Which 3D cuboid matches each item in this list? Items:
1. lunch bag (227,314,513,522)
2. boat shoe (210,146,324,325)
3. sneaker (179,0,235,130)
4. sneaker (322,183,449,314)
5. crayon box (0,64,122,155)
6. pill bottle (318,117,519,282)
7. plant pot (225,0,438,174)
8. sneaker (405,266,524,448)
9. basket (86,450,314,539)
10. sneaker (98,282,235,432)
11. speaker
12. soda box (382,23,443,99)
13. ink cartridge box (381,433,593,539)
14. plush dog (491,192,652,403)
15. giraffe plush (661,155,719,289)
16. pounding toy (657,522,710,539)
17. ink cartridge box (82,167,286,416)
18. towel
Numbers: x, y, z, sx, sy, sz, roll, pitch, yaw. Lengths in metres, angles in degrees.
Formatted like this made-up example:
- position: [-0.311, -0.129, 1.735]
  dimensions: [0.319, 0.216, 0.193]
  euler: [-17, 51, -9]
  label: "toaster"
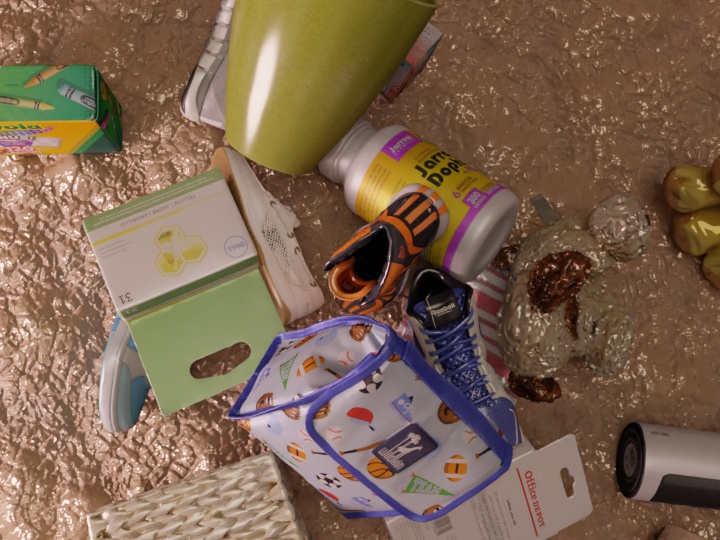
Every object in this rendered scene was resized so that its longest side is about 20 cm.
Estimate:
- position: [0.011, 0.130, 0.766]
  dimensions: [0.170, 0.199, 0.124]
  euler: [45, 51, -23]
  label: "lunch bag"
- position: [-0.097, -0.041, 0.923]
  dimensions: [0.069, 0.071, 0.201]
  euler: [-18, 79, -30]
  label: "boat shoe"
- position: [-0.104, -0.234, 0.930]
  dimensions: [0.115, 0.075, 0.201]
  euler: [24, 109, -11]
  label: "sneaker"
- position: [0.000, 0.000, 0.847]
  dimensions: [0.078, 0.200, 0.112]
  euler: [43, 52, 9]
  label: "sneaker"
- position: [-0.353, -0.160, 0.888]
  dimensions: [0.199, 0.119, 0.059]
  euler: [-2, 83, -4]
  label: "crayon box"
- position: [0.055, -0.081, 0.902]
  dimensions: [0.200, 0.104, 0.104]
  euler: [34, 81, 18]
  label: "pill bottle"
- position: [-0.052, -0.202, 0.842]
  dimensions: [0.186, 0.187, 0.201]
  euler: [26, 113, 0]
  label: "plant pot"
- position: [0.085, 0.078, 0.839]
  dimensions: [0.080, 0.115, 0.200]
  euler: [-21, 63, 2]
  label: "sneaker"
- position: [-0.148, 0.259, 0.845]
  dimensions: [0.199, 0.136, 0.124]
  euler: [-16, 80, -6]
  label: "basket"
- position: [-0.183, 0.075, 0.892]
  dimensions: [0.130, 0.080, 0.201]
  euler: [13, 83, -1]
  label: "sneaker"
- position: [0.376, 0.209, 0.915]
  dimensions: [0.199, 0.081, 0.082]
  euler: [8, 82, -4]
  label: "speaker"
- position: [-0.013, -0.280, 0.947]
  dimensions: [0.200, 0.064, 0.068]
  euler: [39, 57, 1]
  label: "soda box"
- position: [0.121, 0.227, 0.876]
  dimensions: [0.199, 0.068, 0.117]
  euler: [-23, 119, -7]
  label: "ink cartridge box"
- position: [0.184, 0.030, 0.849]
  dimensions: [0.160, 0.172, 0.201]
  euler: [13, 123, 21]
  label: "plush dog"
- position: [0.446, -0.087, 0.928]
  dimensions: [0.162, 0.199, 0.173]
  euler: [-44, 120, -31]
  label: "giraffe plush"
- position: [0.336, 0.350, 0.855]
  dimensions: [0.200, 0.184, 0.142]
  euler: [39, 81, -7]
  label: "pounding toy"
- position: [-0.164, 0.017, 0.847]
  dimensions: [0.145, 0.048, 0.201]
  euler: [-23, 73, -11]
  label: "ink cartridge box"
- position: [0.123, 0.060, 0.943]
  dimensions: [0.146, 0.030, 0.201]
  euler: [29, 79, -1]
  label: "towel"
